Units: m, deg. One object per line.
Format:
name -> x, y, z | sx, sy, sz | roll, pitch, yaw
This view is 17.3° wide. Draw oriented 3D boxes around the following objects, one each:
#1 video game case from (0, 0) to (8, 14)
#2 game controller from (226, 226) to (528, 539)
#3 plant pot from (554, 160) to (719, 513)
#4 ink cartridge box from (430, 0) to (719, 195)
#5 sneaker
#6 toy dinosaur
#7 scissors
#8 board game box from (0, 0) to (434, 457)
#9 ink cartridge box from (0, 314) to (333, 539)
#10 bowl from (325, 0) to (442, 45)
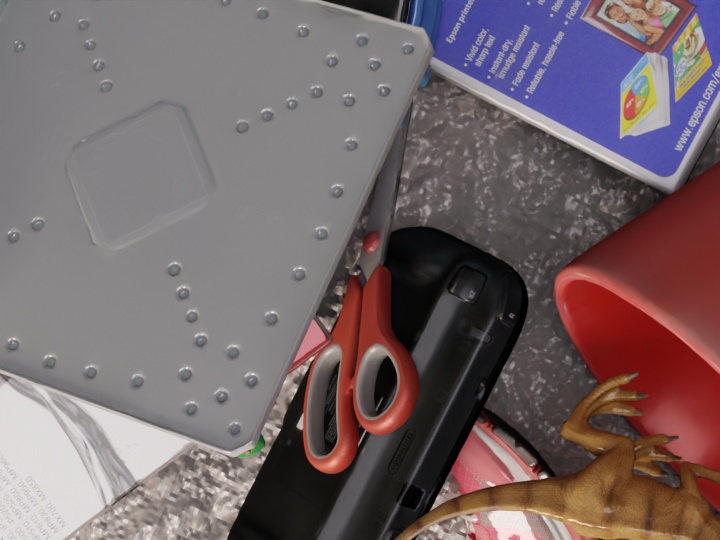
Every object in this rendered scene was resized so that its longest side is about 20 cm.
video game case -> -0.213, -0.075, 1.114 | 0.182, 0.023, 0.200 | -43, 90, 12
game controller -> 0.005, 0.076, 1.127 | 0.042, 0.104, 0.200 | 27, 90, -35
plant pot -> 0.219, 0.016, 1.096 | 0.177, 0.200, 0.200 | -43, 94, -10
ink cartridge box -> 0.111, -0.166, 1.143 | 0.200, 0.047, 0.198 | 29, 91, 7
sneaker -> 0.080, 0.150, 1.142 | 0.087, 0.074, 0.200 | -38, 94, 1
toy dinosaur -> 0.104, 0.101, 1.066 | 0.200, 0.106, 0.060 | 7, 129, 11
scissors -> 0.000, 0.000, 1.132 | 0.014, 0.073, 0.200 | 23, 53, -34
board game box -> -0.091, -0.036, 1.018 | 0.200, 0.026, 0.200 | 18, 73, 22
ink cartridge box -> -0.118, 0.057, 1.089 | 0.200, 0.147, 0.083 | -37, 93, -3
bowl -> -0.061, -0.135, 1.120 | 0.200, 0.039, 0.201 | 0, 92, 8
